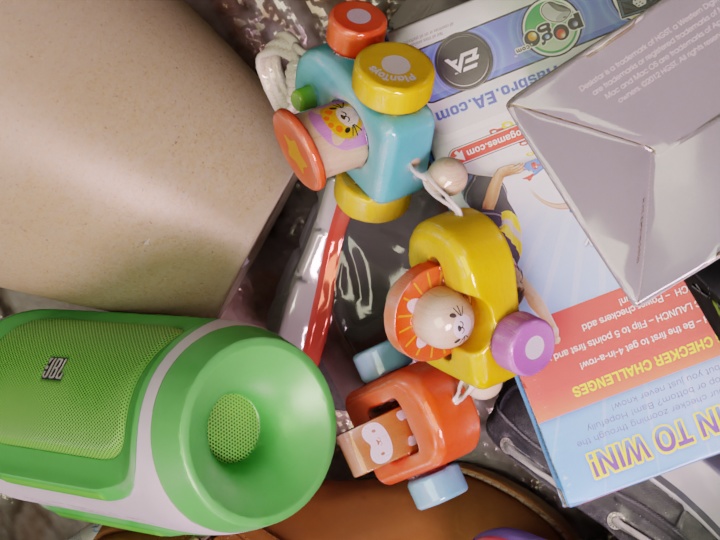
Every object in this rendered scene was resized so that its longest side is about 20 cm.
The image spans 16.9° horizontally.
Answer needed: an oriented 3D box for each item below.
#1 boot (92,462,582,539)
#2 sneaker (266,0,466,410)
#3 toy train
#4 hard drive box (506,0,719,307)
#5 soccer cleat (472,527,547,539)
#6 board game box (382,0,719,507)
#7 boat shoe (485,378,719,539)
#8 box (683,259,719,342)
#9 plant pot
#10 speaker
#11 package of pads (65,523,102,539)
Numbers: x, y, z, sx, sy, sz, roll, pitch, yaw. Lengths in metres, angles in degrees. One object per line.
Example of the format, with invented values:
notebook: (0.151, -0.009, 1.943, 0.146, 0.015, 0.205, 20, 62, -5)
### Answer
boot: (-0.014, 0.128, 1.031, 0.200, 0.155, 0.077, 20, 111, 15)
sneaker: (0.021, -0.026, 1.038, 0.082, 0.077, 0.200, 18, 115, -7)
toy train: (0.000, 0.000, 0.935, 0.150, 0.056, 0.200, -19, 93, 61)
hard drive box: (0.136, -0.069, 0.804, 0.156, 0.200, 0.077, -32, 91, 9)
soccer cleat: (0.128, 0.170, 1.011, 0.200, 0.076, 0.067, 37, 130, 4)
board game box: (0.137, -0.036, 0.935, 0.200, 0.056, 0.196, -21, 92, 8)
boat shoe: (0.137, 0.104, 1.004, 0.200, 0.072, 0.068, 36, 114, 15)
box: (0.229, 0.012, 0.799, 0.200, 0.124, 0.149, -31, 97, 5)
plant pot: (-0.128, -0.064, 1.038, 0.200, 0.187, 0.187, 28, 114, 0)
speaker: (-0.097, 0.060, 1.000, 0.200, 0.088, 0.089, 1, 106, 54)
package of pads: (-0.104, 0.222, 1.117, 0.154, 0.068, 0.200, -32, 89, -4)
